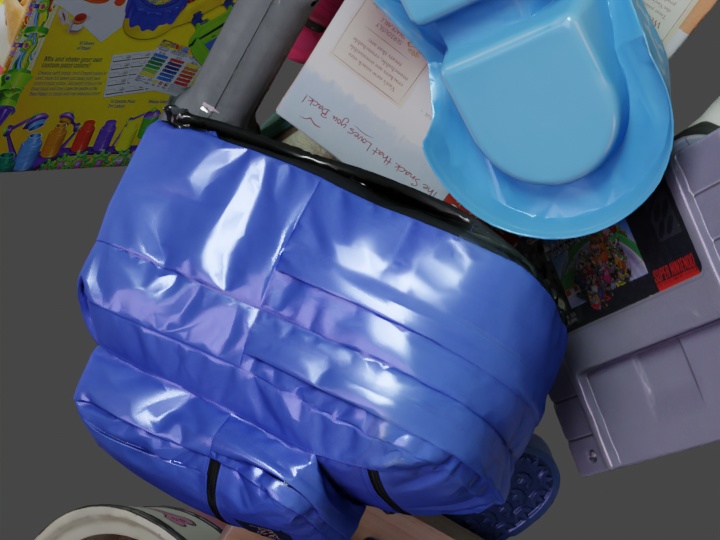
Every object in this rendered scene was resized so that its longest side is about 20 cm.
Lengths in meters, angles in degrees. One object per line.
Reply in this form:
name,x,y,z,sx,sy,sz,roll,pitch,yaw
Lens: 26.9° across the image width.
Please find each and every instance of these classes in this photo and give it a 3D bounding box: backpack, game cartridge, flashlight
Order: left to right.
flashlight,-0.044,-0.126,0.757,0.200,0.067,0.068,-57,43,33
backpack,-0.013,0.044,0.695,0.199,0.163,0.169,17,81,19
game cartridge,0.137,0.020,0.698,0.130,0.038,0.200,65,152,5

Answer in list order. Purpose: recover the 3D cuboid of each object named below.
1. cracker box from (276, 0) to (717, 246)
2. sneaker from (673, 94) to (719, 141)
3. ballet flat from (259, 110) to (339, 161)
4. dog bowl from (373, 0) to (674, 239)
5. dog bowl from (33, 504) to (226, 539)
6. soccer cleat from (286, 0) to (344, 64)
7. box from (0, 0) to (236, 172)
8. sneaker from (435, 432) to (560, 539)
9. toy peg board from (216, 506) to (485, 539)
cracker box,0.066,-0.113,0.693,0.134,0.058,0.200,37,126,-1
sneaker,0.210,-0.084,0.678,0.200,0.074,0.080,-32,49,38
ballet flat,-0.045,-0.058,0.859,0.200,0.068,0.062,-28,110,37
dog bowl,0.061,-0.111,0.629,0.111,0.050,0.201,-20,109,32
dog bowl,-0.123,0.236,0.933,0.199,0.074,0.201,4,98,34
soccer cleat,0.010,-0.200,0.793,0.070,0.086,0.200,25,126,-6
box,-0.143,-0.167,0.815,0.122,0.200,0.193,42,116,23
sneaker,0.012,0.124,0.830,0.199,0.078,0.070,-22,116,13
toy peg board,-0.005,0.227,0.777,0.199,0.098,0.200,30,112,-8
